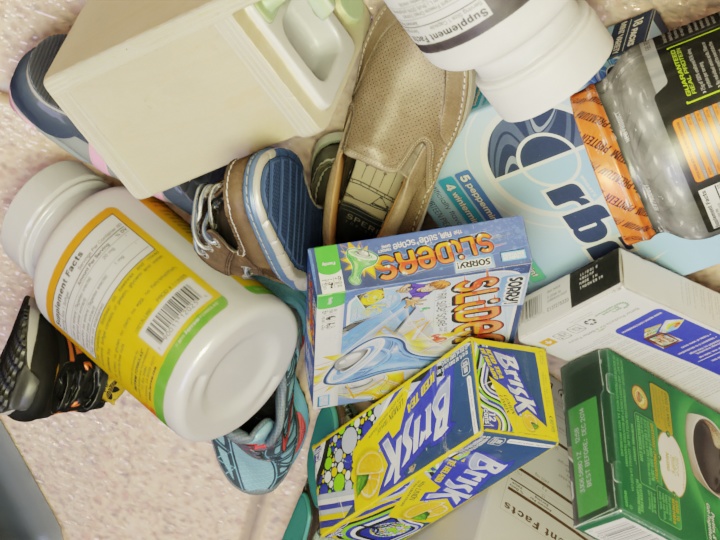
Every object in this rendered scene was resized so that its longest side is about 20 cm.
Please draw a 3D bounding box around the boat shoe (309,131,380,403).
[{"bbox_3d":[0.003,0.000,1.765,0.072,0.060,0.202,2,130,18],"label":"boat shoe"}]

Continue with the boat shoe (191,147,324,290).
[{"bbox_3d":[-0.067,-0.025,1.633,0.072,0.073,0.200,2,165,9],"label":"boat shoe"}]

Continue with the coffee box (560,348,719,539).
[{"bbox_3d":[0.211,0.144,1.740,0.044,0.123,0.200,-26,142,34],"label":"coffee box"}]

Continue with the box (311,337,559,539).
[{"bbox_3d":[0.047,0.116,1.741,0.064,0.070,0.200,9,151,-31],"label":"box"}]

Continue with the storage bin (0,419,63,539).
[{"bbox_3d":[-0.342,0.191,2.004,0.134,0.146,0.200,-1,130,32],"label":"storage bin"}]

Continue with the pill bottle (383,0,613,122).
[{"bbox_3d":[0.060,-0.188,1.537,0.111,0.112,0.200,-24,114,33],"label":"pill bottle"}]

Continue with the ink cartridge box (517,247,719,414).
[{"bbox_3d":[0.204,0.046,1.726,0.200,0.037,0.095,25,142,-35],"label":"ink cartridge box"}]

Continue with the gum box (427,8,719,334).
[{"bbox_3d":[0.142,-0.059,1.680,0.199,0.045,0.170,-20,121,31],"label":"gum box"}]

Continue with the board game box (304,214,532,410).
[{"bbox_3d":[0.033,0.029,1.674,0.135,0.035,0.200,-9,158,-5],"label":"board game box"}]

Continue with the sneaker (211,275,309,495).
[{"bbox_3d":[-0.083,0.095,1.852,0.079,0.096,0.201,11,132,9],"label":"sneaker"}]

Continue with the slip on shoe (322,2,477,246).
[{"bbox_3d":[0.017,-0.082,1.639,0.076,0.061,0.201,27,120,15],"label":"slip on shoe"}]

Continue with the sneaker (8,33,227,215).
[{"bbox_3d":[-0.144,-0.086,1.749,0.200,0.070,0.082,35,155,-16],"label":"sneaker"}]

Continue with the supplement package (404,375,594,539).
[{"bbox_3d":[0.107,0.189,1.801,0.120,0.200,0.121,35,132,-13],"label":"supplement package"}]

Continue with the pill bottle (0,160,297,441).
[{"bbox_3d":[-0.146,0.014,1.749,0.200,0.111,0.111,39,140,28],"label":"pill bottle"}]

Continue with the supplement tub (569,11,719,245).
[{"bbox_3d":[0.231,-0.094,1.532,0.199,0.123,0.123,-21,123,9],"label":"supplement tub"}]

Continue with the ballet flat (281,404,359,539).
[{"bbox_3d":[-0.012,0.163,1.921,0.074,0.074,0.200,20,135,0],"label":"ballet flat"}]

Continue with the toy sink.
[{"bbox_3d":[-0.072,-0.146,1.617,0.199,0.131,0.112,-22,121,31],"label":"toy sink"}]

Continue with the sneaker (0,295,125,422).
[{"bbox_3d":[-0.203,0.067,1.823,0.090,0.200,0.070,21,96,-9],"label":"sneaker"}]
